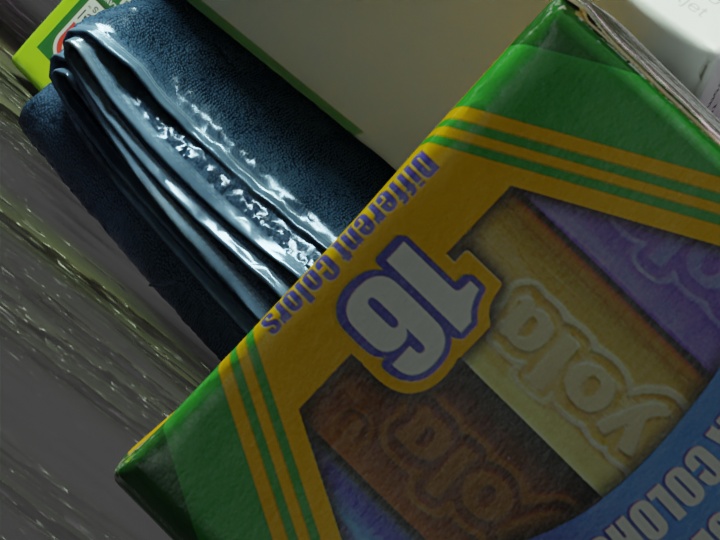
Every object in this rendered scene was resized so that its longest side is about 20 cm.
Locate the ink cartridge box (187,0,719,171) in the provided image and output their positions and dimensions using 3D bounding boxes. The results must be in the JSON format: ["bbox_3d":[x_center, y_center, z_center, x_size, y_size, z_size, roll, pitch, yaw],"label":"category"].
[{"bbox_3d":[0.066,-0.101,0.711,0.145,0.088,0.200,39,42,16],"label":"ink cartridge box"}]

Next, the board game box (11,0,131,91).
[{"bbox_3d":[0.000,0.000,0.788,0.200,0.048,0.102,46,8,19],"label":"board game box"}]

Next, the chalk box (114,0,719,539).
[{"bbox_3d":[0.076,0.064,0.541,0.200,0.124,0.124,46,6,10],"label":"chalk box"}]

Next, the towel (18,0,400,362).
[{"bbox_3d":[0.017,0.002,0.685,0.200,0.049,0.112,45,42,19],"label":"towel"}]
